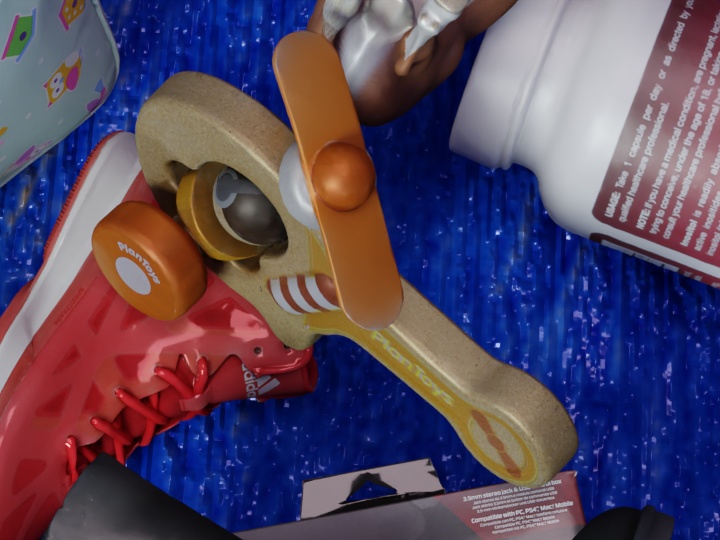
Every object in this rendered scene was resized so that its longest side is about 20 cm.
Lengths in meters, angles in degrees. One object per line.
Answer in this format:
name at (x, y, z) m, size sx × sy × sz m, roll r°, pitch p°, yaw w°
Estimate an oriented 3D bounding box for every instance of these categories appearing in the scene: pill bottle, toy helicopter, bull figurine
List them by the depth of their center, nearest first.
toy helicopter at (0.000, 0.000, 0.861) m, size 0.200 × 0.132 × 0.079 m, roll 40°, pitch 59°, yaw 9°
bull figurine at (0.044, -0.140, 0.893) m, size 0.065 × 0.121 × 0.200 m, roll 30°, pitch 70°, yaw 2°
pill bottle at (0.142, -0.053, 0.950) m, size 0.199 × 0.113 × 0.113 m, roll 21°, pitch 70°, yaw 5°

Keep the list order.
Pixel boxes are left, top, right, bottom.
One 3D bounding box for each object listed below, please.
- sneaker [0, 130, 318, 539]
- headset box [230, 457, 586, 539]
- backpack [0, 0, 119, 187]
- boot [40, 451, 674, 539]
sneaker at (-0.082, 0.048, 0.924) m, size 0.115 × 0.078 × 0.201 m, roll 19°, pitch 71°, yaw 6°
headset box at (0.022, 0.169, 0.882) m, size 0.148 × 0.077 × 0.201 m, roll -9°, pitch 72°, yaw -5°
backpack at (-0.198, -0.094, 0.920) m, size 0.200 × 0.176 × 0.153 m, roll -35°, pitch 71°, yaw -10°
boot at (-0.010, 0.117, 0.831) m, size 0.199 × 0.066 × 0.165 m, roll 24°, pitch 70°, yaw 12°
